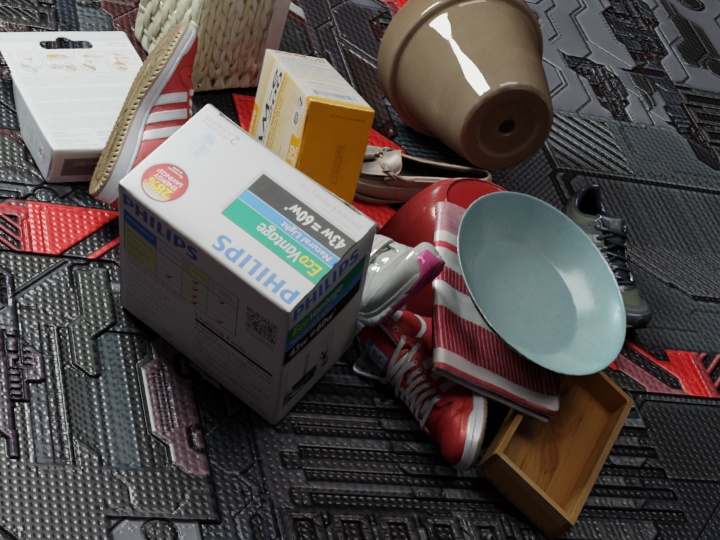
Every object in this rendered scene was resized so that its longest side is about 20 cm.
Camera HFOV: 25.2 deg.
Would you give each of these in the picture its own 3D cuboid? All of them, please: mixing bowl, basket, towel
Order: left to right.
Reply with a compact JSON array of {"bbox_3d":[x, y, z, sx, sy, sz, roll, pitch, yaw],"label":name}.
[{"bbox_3d":[-0.165,-0.314,1.806,0.122,0.201,0.136,-15,51,-35],"label":"basket"},{"bbox_3d":[0.113,-0.025,1.684,0.198,0.109,0.201,15,37,-12],"label":"mixing bowl"},{"bbox_3d":[0.129,0.037,1.540,0.143,0.023,0.201,24,46,-23],"label":"towel"}]

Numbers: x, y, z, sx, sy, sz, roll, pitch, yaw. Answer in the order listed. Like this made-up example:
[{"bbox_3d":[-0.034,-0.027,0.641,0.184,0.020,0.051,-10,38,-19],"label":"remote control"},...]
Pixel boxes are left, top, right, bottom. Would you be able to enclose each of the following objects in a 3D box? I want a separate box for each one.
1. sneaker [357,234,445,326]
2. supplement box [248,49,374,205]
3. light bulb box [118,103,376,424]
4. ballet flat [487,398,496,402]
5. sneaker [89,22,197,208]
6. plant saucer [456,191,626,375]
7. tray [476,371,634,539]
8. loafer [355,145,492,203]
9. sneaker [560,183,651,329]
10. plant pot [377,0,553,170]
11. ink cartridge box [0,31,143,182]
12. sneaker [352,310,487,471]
[{"bbox_3d":[0.000,0.000,1.509,0.081,0.199,0.089,-38,101,-34],"label":"sneaker"},{"bbox_3d":[-0.058,-0.140,1.663,0.073,0.127,0.200,8,19,-19],"label":"supplement box"},{"bbox_3d":[-0.106,-0.003,1.434,0.198,0.201,0.125,36,59,15],"label":"light bulb box"},{"bbox_3d":[0.175,0.082,1.646,0.199,0.046,0.068,-34,96,-43],"label":"ballet flat"},{"bbox_3d":[-0.182,-0.139,1.611,0.112,0.071,0.202,29,75,-22],"label":"sneaker"},{"bbox_3d":[0.165,0.019,1.537,0.199,0.039,0.203,20,50,-25],"label":"plant saucer"},{"bbox_3d":[0.189,0.157,1.540,0.099,0.037,0.200,43,41,-3],"label":"tray"},{"bbox_3d":[0.050,-0.110,1.786,0.198,0.063,0.072,15,38,-13],"label":"loafer"},{"bbox_3d":[0.267,-0.015,1.778,0.073,0.081,0.201,0,43,-29],"label":"sneaker"},{"bbox_3d":[0.135,-0.206,1.826,0.198,0.202,0.175,5,36,-24],"label":"plant pot"},{"bbox_3d":[-0.286,-0.174,1.693,0.161,0.057,0.200,-6,42,-34],"label":"ink cartridge box"},{"bbox_3d":[0.053,0.107,1.519,0.111,0.072,0.201,17,30,-16],"label":"sneaker"}]
